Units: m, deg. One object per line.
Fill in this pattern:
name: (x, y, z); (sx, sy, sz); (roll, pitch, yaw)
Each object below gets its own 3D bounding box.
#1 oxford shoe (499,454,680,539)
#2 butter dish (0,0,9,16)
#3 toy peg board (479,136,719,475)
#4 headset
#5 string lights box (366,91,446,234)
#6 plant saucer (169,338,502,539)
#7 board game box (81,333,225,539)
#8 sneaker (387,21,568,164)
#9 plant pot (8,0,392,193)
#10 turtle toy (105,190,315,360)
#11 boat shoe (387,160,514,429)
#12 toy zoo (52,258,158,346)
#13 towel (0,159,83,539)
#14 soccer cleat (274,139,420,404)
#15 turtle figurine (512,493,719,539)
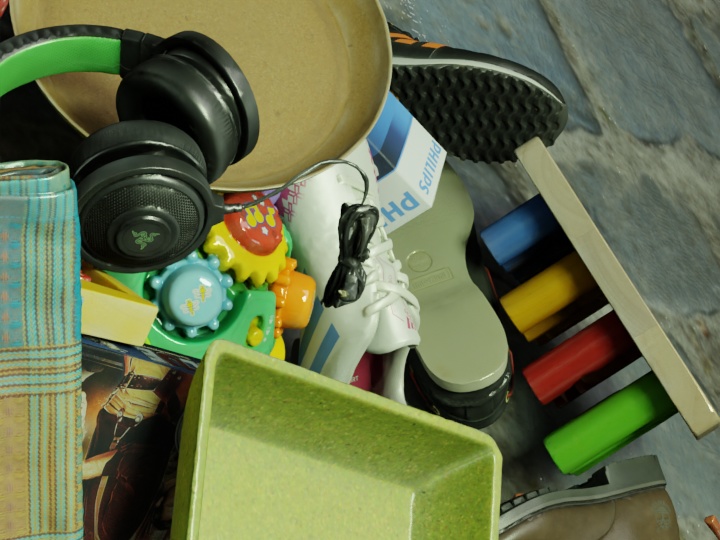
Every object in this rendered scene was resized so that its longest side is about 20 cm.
oxford shoe: (0.111, 0.169, 1.068); (0.199, 0.073, 0.085); (-13, 73, -30)
butter dish: (-0.232, -0.181, 0.856); (0.199, 0.147, 0.201); (10, 57, -49)
toy peg board: (0.134, 0.038, 1.176); (0.200, 0.098, 0.200); (58, 5, 11)
headset: (-0.088, -0.042, 0.843); (0.199, 0.094, 0.124); (17, 47, 7)
string lights box: (-0.054, -0.097, 1.066); (0.200, 0.103, 0.059); (45, 34, -21)
plant saucer: (-0.020, 0.153, 0.823); (0.199, 0.048, 0.201); (23, 64, -43)
board game box: (-0.150, 0.085, 0.784); (0.199, 0.136, 0.035); (19, 9, -44)
sneaker: (0.032, -0.127, 1.166); (0.199, 0.070, 0.090); (7, 40, -5)
plant pot: (-0.081, -0.120, 0.940); (0.199, 0.028, 0.201); (10, 58, -16)
turtle toy: (-0.093, -0.026, 0.960); (0.145, 0.101, 0.201); (3, 61, -52)
boat shoe: (0.046, 0.008, 1.161); (0.063, 0.073, 0.202); (81, -6, -52)
toy zoo: (-0.174, -0.015, 0.802); (0.131, 0.021, 0.200); (20, 7, -44)
towel: (-0.175, 0.061, 0.704); (0.146, 0.022, 0.201); (-7, 111, -23)
soccer cleat: (0.000, 0.000, 1.009); (0.070, 0.086, 0.201); (-18, 109, -38)
turtle figurine: (0.169, 0.221, 1.154); (0.199, 0.064, 0.162); (23, 48, -30)
